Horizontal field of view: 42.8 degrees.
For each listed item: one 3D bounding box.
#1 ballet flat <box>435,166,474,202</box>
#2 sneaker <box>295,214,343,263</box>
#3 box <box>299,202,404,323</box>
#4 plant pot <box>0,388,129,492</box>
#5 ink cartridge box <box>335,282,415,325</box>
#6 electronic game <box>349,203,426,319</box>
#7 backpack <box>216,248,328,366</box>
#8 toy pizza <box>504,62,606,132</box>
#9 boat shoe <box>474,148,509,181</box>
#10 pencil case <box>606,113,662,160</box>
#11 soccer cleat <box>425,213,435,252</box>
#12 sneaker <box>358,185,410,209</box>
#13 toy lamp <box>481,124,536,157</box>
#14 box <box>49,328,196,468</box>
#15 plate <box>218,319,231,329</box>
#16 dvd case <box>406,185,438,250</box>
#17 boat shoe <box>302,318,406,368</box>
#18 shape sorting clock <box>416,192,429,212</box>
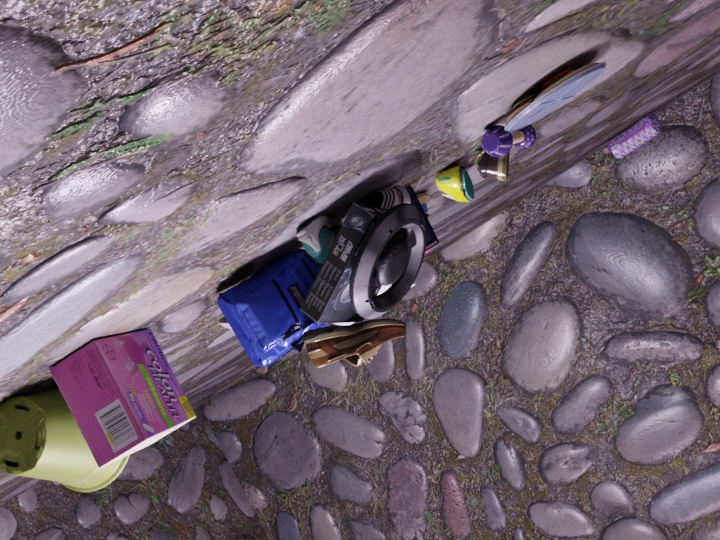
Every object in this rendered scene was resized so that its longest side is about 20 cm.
[{"bbox_3d":[0.189,-0.175,1.866,0.066,0.068,0.200,-9,176,12],"label":"ballet flat"},{"bbox_3d":[-0.060,-0.041,1.577,0.077,0.080,0.200,-31,175,11],"label":"sneaker"},{"bbox_3d":[-0.003,-0.009,1.530,0.160,0.043,0.202,4,116,-62],"label":"box"},{"bbox_3d":[-0.518,0.277,1.552,0.198,0.202,0.190,-31,163,12],"label":"plant pot"},{"bbox_3d":[0.000,0.000,1.815,0.085,0.148,0.199,18,140,-41],"label":"ink cartridge box"},{"bbox_3d":[0.047,-0.014,1.510,0.199,0.041,0.202,-38,141,-38],"label":"electronic game"},{"bbox_3d":[-0.127,0.062,1.627,0.199,0.164,0.168,-32,-174,-17],"label":"backpack"},{"bbox_3d":[0.326,-0.302,1.562,0.198,0.032,0.200,-31,176,-3],"label":"toy pizza"},{"bbox_3d":[0.257,-0.217,1.800,0.065,0.073,0.201,7,-164,5],"label":"boat shoe"},{"bbox_3d":[0.961,-0.473,3.228,0.085,0.085,0.199,6,149,-39],"label":"pencil case"},{"bbox_3d":[0.105,-0.072,1.917,0.085,0.071,0.200,-21,169,-2],"label":"soccer cleat"},{"bbox_3d":[0.003,-0.061,1.619,0.115,0.075,0.202,-7,129,-52],"label":"sneaker"},{"bbox_3d":[0.269,-0.241,1.682,0.058,0.059,0.199,-33,176,27],"label":"toy lamp"},{"bbox_3d":[-0.385,0.204,1.513,0.096,0.178,0.200,-30,174,12],"label":"box"},{"bbox_3d":[-0.179,0.100,2.033,0.198,0.033,0.199,-3,-166,41],"label":"plate"},{"bbox_3d":[0.037,-0.054,1.720,0.198,0.144,0.018,-31,144,11],"label":"dvd case"},{"bbox_3d":[-0.009,0.129,1.588,0.197,0.075,0.075,-6,172,-31],"label":"boat shoe"},{"bbox_3d":[0.065,-0.099,1.937,0.199,0.039,0.200,-34,173,-5],"label":"shape sorting clock"}]
